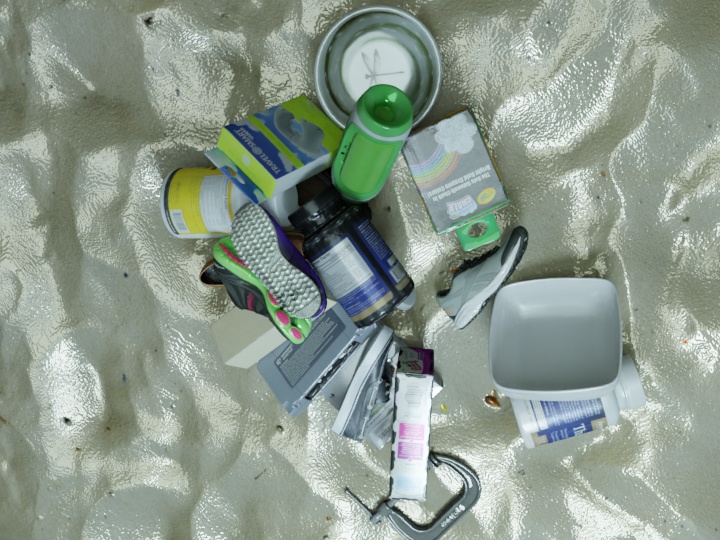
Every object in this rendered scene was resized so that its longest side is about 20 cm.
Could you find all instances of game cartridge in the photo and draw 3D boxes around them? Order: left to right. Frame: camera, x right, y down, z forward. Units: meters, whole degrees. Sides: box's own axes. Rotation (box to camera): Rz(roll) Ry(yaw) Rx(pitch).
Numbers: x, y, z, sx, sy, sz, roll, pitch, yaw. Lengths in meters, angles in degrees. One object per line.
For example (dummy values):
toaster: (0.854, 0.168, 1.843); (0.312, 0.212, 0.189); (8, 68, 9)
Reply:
game cartridge: (-0.078, 0.119, 1.346); (0.200, 0.041, 0.133); (-49, 48, 9)

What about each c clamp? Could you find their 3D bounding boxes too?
c clamp: (0.099, 0.383, 1.417); (0.200, 0.027, 0.171); (-41, 94, 12)

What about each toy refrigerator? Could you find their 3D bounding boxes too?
toy refrigerator: (-0.140, 0.072, 1.345); (0.199, 0.070, 0.076); (-37, 62, 18)

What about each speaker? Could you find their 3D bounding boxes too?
speaker: (0.013, -0.177, 1.199); (0.087, 0.200, 0.089); (6, 63, -12)

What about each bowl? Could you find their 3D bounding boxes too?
bowl: (0.300, 0.114, 1.276); (0.198, 0.201, 0.075); (-3, 143, 19)

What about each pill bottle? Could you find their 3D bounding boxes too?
pill bottle: (-0.203, -0.107, 1.296); (0.198, 0.112, 0.113); (0, 101, 21)
pill bottle: (-0.017, -0.024, 1.241); (0.111, 0.112, 0.201); (-35, 95, 11)
pill bottle: (0.340, 0.202, 1.316); (0.198, 0.111, 0.112); (-18, 98, 9)

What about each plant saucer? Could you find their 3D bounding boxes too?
plant saucer: (0.028, -0.303, 1.286); (0.197, 0.050, 0.203); (1, 98, 7)

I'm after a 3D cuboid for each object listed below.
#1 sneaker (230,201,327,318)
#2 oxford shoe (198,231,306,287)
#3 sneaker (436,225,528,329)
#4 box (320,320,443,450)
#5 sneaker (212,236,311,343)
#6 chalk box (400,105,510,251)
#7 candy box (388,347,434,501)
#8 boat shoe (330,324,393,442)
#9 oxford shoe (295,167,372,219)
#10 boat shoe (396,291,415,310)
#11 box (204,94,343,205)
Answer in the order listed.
sneaker: (-0.114, -0.008, 1.217); (0.069, 0.099, 0.201); (-38, 74, 10)
oxford shoe: (-0.169, -0.009, 1.342); (0.198, 0.071, 0.072); (-18, 98, 15)
sneaker: (0.188, 0.004, 1.298); (0.079, 0.074, 0.201); (42, 121, 8)
box: (0.014, 0.173, 1.381); (0.200, 0.041, 0.156); (43, 101, -4)
sneaker: (-0.150, 0.033, 1.277); (0.200, 0.077, 0.084); (47, 144, 9)
chalk box: (0.149, -0.133, 1.271); (0.123, 0.124, 0.202); (-22, 98, 8)
candy box: (0.080, 0.236, 1.297); (0.060, 0.136, 0.203); (3, 101, 5)
boat shoe: (0.019, 0.184, 1.326); (0.067, 0.072, 0.202); (25, 104, 3)
oxford shoe: (-0.069, -0.129, 1.325); (0.199, 0.073, 0.085); (37, 109, 8)
boat shoe: (0.000, 0.000, 1.345); (0.200, 0.071, 0.070); (40, 129, -6)
box: (-0.119, -0.185, 1.244); (0.122, 0.199, 0.048); (44, 137, 14)
